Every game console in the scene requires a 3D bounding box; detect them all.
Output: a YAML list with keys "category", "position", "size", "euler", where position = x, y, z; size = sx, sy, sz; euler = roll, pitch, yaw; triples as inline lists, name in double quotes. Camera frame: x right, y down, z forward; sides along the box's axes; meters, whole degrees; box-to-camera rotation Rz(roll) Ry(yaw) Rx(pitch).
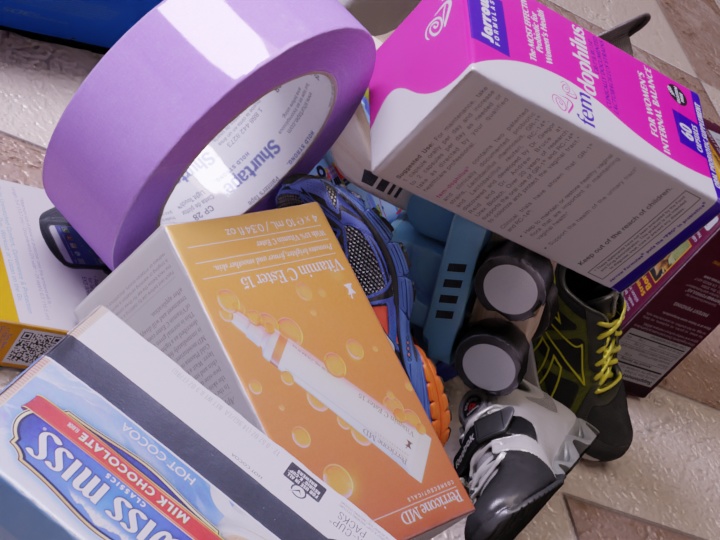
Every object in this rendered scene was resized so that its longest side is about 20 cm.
- category: "game console"
  position: [-0.241, -0.231, 1.049]
  size: [0.199, 0.170, 0.119]
  euler: [5, 71, -43]

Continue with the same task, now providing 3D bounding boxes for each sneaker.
- category: "sneaker"
  position: [0.090, 0.123, 0.976]
  size: [0.088, 0.074, 0.200]
  euler: [43, 21, 7]
- category: "sneaker"
  position: [-0.008, 0.036, 0.918]
  size: [0.078, 0.075, 0.201]
  euler: [-28, 100, -35]
- category: "sneaker"
  position: [0.156, 0.049, 1.071]
  size: [0.074, 0.084, 0.201]
  euler: [-39, 108, -43]

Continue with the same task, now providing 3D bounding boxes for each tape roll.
- category: "tape roll"
  position: [-0.084, -0.085, 0.858]
  size: [0.066, 0.200, 0.200]
  euler: [45, 31, 14]

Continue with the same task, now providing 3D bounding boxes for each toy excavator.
- category: "toy excavator"
  position: [0.042, -0.039, 0.980]
  size: [0.199, 0.196, 0.100]
  euler: [20, 35, 12]

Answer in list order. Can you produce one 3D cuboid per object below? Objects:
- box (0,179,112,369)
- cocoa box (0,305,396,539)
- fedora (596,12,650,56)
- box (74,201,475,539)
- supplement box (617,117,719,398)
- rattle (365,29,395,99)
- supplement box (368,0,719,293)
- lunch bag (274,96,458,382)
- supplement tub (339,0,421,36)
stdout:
- category: "box"
  position: [-0.150, 0.012, 0.896]
  size: [0.199, 0.042, 0.119]
  euler: [15, 38, -39]
- category: "cocoa box"
  position: [-0.101, 0.144, 0.677]
  size: [0.200, 0.134, 0.131]
  euler: [39, 31, 1]
- category: "fedora"
  position: [0.192, -0.151, 1.359]
  size: [0.176, 0.200, 0.091]
  euler: [-28, 94, -33]
- category: "box"
  position: [-0.048, 0.076, 0.817]
  size: [0.124, 0.097, 0.201]
  euler: [-12, 70, -49]
- category: "supplement box"
  position: [0.239, -0.009, 1.178]
  size: [0.085, 0.200, 0.111]
  euler: [17, 36, -33]
- category: "rattle"
  position: [0.048, -0.113, 1.246]
  size: [0.144, 0.130, 0.200]
  euler: [66, 13, 23]
- category: "supplement box"
  position: [0.111, -0.084, 0.909]
  size: [0.199, 0.103, 0.102]
  euler: [22, 44, -26]
- category: "lunch bag"
  position: [0.000, 0.000, 1.045]
  size: [0.200, 0.094, 0.151]
  euler: [53, 32, -3]
- category: "supplement tub"
  position: [-0.043, -0.277, 1.287]
  size: [0.144, 0.145, 0.200]
  euler: [-8, 54, -51]
